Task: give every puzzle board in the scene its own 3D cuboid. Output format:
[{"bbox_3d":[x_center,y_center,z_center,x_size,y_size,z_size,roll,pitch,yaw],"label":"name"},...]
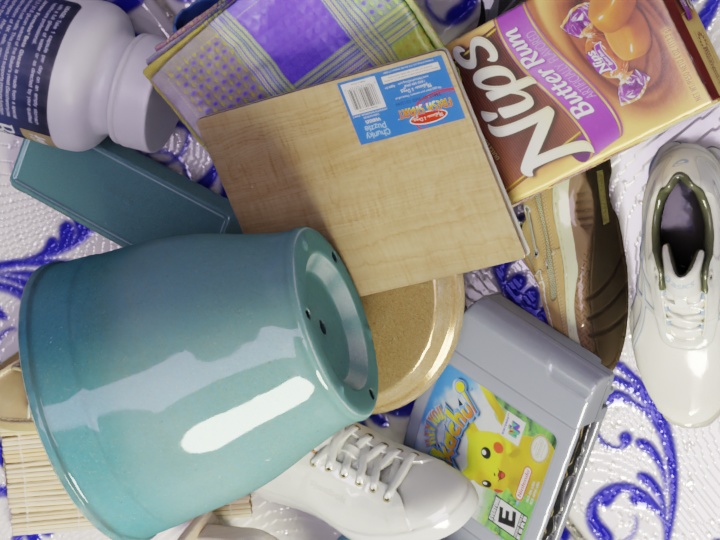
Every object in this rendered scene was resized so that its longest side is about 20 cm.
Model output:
[{"bbox_3d":[0.001,-0.058,1.586,0.200,0.017,0.151,-14,107,30],"label":"puzzle board"}]

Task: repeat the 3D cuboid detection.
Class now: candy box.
[{"bbox_3d":[0.131,-0.122,1.564,0.200,0.056,0.117,-27,86,29],"label":"candy box"}]

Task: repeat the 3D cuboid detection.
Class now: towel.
[{"bbox_3d":[-0.041,-0.132,1.594,0.200,0.023,0.144,-31,99,33],"label":"towel"}]

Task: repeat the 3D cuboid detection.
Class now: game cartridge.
[{"bbox_3d":[0.093,0.125,1.651,0.133,0.040,0.200,35,121,34],"label":"game cartridge"}]

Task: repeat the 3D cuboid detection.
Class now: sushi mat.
[{"bbox_3d":[-0.179,0.146,1.780,0.200,0.012,0.096,-6,97,16],"label":"sushi mat"}]

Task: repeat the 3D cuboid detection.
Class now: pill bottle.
[{"bbox_3d":[-0.230,-0.149,1.701,0.200,0.111,0.111,16,102,14],"label":"pill bottle"}]

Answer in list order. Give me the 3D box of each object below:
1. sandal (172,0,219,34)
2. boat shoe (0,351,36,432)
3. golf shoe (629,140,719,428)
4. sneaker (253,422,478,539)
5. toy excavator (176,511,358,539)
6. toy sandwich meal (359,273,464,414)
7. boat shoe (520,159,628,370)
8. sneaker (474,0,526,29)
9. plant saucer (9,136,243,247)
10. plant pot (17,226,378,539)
[{"bbox_3d":[-0.060,-0.193,1.637,0.087,0.080,0.200,22,119,-32],"label":"sandal"},{"bbox_3d":[-0.196,0.073,1.742,0.200,0.063,0.073,-12,82,16],"label":"boat shoe"},{"bbox_3d":[0.215,0.015,1.606,0.078,0.097,0.200,-2,99,14],"label":"golf shoe"},{"bbox_3d":[-0.015,0.136,1.651,0.200,0.073,0.085,9,142,33],"label":"sneaker"},{"bbox_3d":[-0.023,0.227,1.688,0.200,0.100,0.194,43,149,-4],"label":"toy excavator"},{"bbox_3d":[0.000,0.000,1.672,0.205,0.070,0.206,6,102,31],"label":"toy sandwich meal"},{"bbox_3d":[0.137,-0.023,1.645,0.076,0.072,0.200,-4,91,31],"label":"boat shoe"},{"bbox_3d":[0.108,-0.222,1.616,0.083,0.071,0.200,19,105,6],"label":"sneaker"},{"bbox_3d":[-0.173,-0.052,1.725,0.200,0.019,0.070,28,104,23],"label":"plant saucer"},{"bbox_3d":[-0.097,0.060,1.579,0.188,0.200,0.200,-20,92,17],"label":"plant pot"}]
